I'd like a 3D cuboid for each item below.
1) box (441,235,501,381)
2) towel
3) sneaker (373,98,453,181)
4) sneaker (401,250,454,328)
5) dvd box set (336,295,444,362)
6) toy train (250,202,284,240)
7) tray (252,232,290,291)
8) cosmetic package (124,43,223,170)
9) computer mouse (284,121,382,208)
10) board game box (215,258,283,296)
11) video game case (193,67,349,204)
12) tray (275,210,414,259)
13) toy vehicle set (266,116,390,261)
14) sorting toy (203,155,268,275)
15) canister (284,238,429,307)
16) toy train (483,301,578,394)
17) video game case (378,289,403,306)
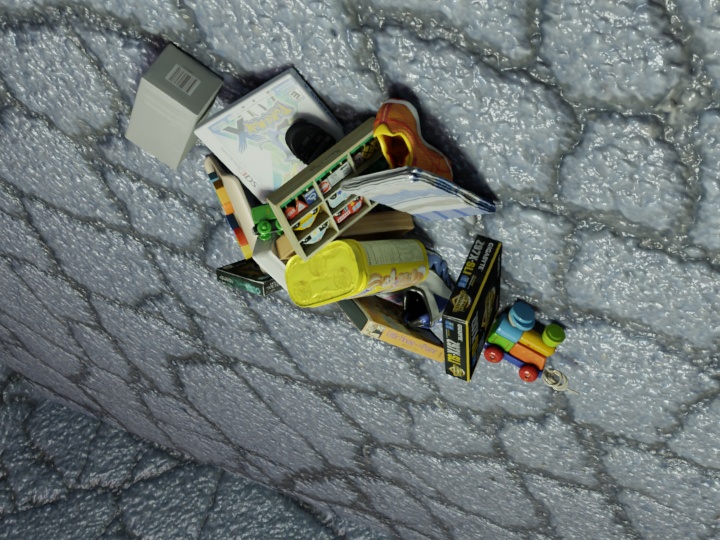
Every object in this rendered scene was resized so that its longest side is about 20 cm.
[{"bbox_3d":[0.183,0.066,1.427,0.049,0.160,0.200,18,150,19],"label":"box"},{"bbox_3d":[0.085,-0.106,1.269,0.147,0.024,0.200,-6,164,43],"label":"towel"},{"bbox_3d":[0.070,-0.157,1.238,0.073,0.077,0.200,3,153,37],"label":"sneaker"},{"bbox_3d":[0.127,0.068,1.527,0.080,0.115,0.199,0,142,43],"label":"sneaker"},{"bbox_3d":[0.049,0.087,1.533,0.200,0.029,0.146,24,-165,-36],"label":"dvd box set"},{"bbox_3d":[-0.079,-0.097,1.396,0.200,0.057,0.042,-15,165,-9],"label":"toy train"},{"bbox_3d":[-0.120,-0.061,1.463,0.022,0.200,0.107,-23,127,29],"label":"tray"},{"bbox_3d":[-0.303,-0.257,1.404,0.107,0.090,0.200,34,155,-10],"label":"cosmetic package"},{"bbox_3d":[-0.037,-0.158,1.325,0.200,0.059,0.034,39,-176,-31],"label":"computer mouse"},{"bbox_3d":[-0.135,-0.007,1.547,0.135,0.200,0.028,15,117,44],"label":"board game box"},{"bbox_3d":[-0.124,-0.195,1.339,0.200,0.022,0.182,-24,126,30],"label":"video game case"},{"bbox_3d":[-0.025,-0.059,1.404,0.200,0.037,0.099,-9,168,-29],"label":"tray"},{"bbox_3d":[-0.032,-0.118,1.278,0.027,0.200,0.124,41,165,41],"label":"toy vehicle set"},{"bbox_3d":[-0.216,-0.095,1.500,0.200,0.036,0.185,38,151,64],"label":"sorting toy"},{"bbox_3d":[0.000,0.000,1.401,0.148,0.087,0.200,-18,172,37],"label":"canister"},{"bbox_3d":[0.321,0.137,1.518,0.200,0.085,0.116,29,139,-1],"label":"toy train"},{"bbox_3d":[0.041,0.057,1.687,0.182,0.022,0.200,40,149,-21],"label":"video game case"}]
